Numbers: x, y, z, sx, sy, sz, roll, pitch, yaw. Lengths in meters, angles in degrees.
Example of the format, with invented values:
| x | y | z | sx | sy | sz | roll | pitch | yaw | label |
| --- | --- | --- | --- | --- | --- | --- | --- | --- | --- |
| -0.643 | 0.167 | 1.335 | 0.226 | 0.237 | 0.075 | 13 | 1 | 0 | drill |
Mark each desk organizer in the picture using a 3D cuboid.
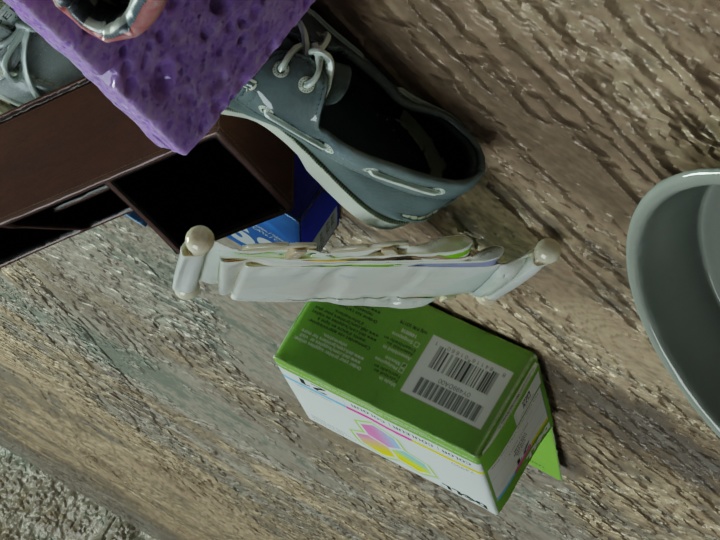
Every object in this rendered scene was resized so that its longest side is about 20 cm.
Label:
| x | y | z | sx | sy | sz | roll | pitch | yaw | label |
| --- | --- | --- | --- | --- | --- | --- | --- | --- | --- |
| -0.131 | -0.045 | 0.918 | 0.199 | 0.077 | 0.072 | -21 | 136 | 24 | desk organizer |

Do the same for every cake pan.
| x | y | z | sx | sy | sz | roll | pitch | yaw | label |
| --- | --- | --- | --- | --- | --- | --- | --- | --- | --- |
| 0.193 | 0.032 | 0.726 | 0.200 | 0.037 | 0.201 | 40 | 156 | 22 | cake pan |

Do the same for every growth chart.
| x | y | z | sx | sy | sz | roll | pitch | yaw | label |
| --- | --- | --- | --- | --- | --- | --- | --- | --- | --- |
| 0.000 | 0.000 | 0.917 | 0.199 | 0.018 | 0.145 | 1 | 168 | -17 | growth chart |

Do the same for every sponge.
| x | y | z | sx | sy | sz | roll | pitch | yaw | label |
| --- | --- | --- | --- | --- | --- | --- | --- | --- | --- |
| -0.102 | -0.147 | 0.699 | 0.200 | 0.112 | 0.030 | 44 | 170 | -32 | sponge |

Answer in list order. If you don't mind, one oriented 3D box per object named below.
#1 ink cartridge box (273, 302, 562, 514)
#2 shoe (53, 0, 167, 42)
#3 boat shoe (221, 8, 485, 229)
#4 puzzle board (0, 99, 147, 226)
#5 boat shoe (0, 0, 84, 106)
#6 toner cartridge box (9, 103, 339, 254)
| x | y | z | sx | sy | sz | roll | pitch | yaw | label |
| --- | --- | --- | --- | --- | --- | --- | --- | --- | --- |
| 0.044 | 0.095 | 1.168 | 0.147 | 0.076 | 0.200 | 25 | 160 | 23 | ink cartridge box |
| -0.065 | -0.159 | 0.592 | 0.071 | 0.091 | 0.200 | 26 | 151 | 6 | shoe |
| -0.022 | -0.090 | 0.810 | 0.062 | 0.073 | 0.200 | -12 | 138 | 47 | boat shoe |
| -0.203 | -0.081 | 1.067 | 0.150 | 0.017 | 0.200 | 28 | 175 | 22 | puzzle board |
| -0.199 | -0.148 | 0.922 | 0.202 | 0.074 | 0.065 | 42 | 175 | -9 | boat shoe |
| -0.107 | -0.074 | 1.024 | 0.200 | 0.043 | 0.095 | 29 | 162 | 10 | toner cartridge box |
